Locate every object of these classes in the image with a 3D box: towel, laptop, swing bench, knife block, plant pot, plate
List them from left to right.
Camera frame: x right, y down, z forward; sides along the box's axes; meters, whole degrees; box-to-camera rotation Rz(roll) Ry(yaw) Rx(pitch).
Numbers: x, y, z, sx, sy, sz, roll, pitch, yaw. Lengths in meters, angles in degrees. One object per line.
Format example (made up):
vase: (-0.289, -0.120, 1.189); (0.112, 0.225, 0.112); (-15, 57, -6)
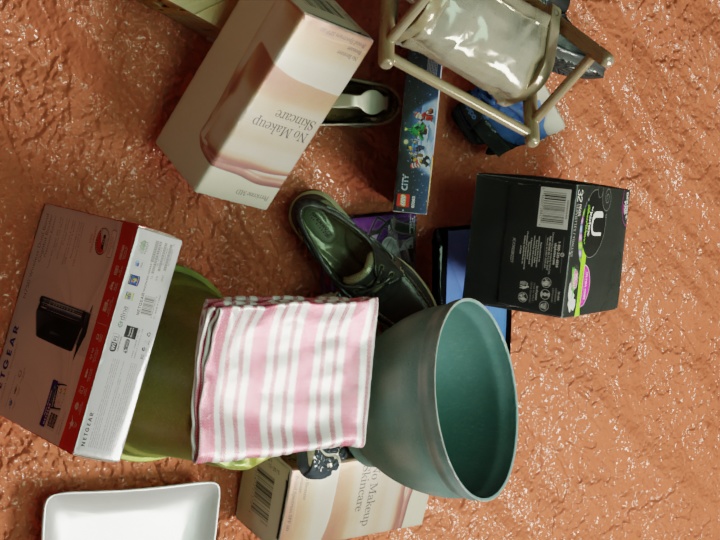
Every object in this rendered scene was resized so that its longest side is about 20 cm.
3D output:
plate: (-0.238, 0.311, 1.424); (0.198, 0.032, 0.202); (2, 97, -38)
plant pot: (-0.153, 0.105, 1.358); (0.199, 0.183, 0.203); (-8, 103, -38)
knife block: (-0.133, -0.318, 1.374); (0.199, 0.064, 0.177); (23, 83, -38)
towel: (-0.064, 0.097, 1.290); (0.199, 0.030, 0.148); (0, 99, -39)
plant pot: (0.061, 0.135, 1.450); (0.200, 0.133, 0.202); (24, 62, -58)
laptop: (0.130, 0.044, 1.621); (0.102, 0.200, 0.179); (1, 99, 1)
swing bench: (0.113, -0.258, 1.370); (0.198, 0.201, 0.130); (24, 124, -31)

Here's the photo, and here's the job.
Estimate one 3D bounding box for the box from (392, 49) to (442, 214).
box: (0.063, -0.164, 1.518); (0.037, 0.137, 0.202); (6, 95, 2)

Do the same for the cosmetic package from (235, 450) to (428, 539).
cosmetic package: (-0.024, 0.227, 1.534); (0.199, 0.087, 0.104); (-4, 112, -38)

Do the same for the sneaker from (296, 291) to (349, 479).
sneaker: (-0.055, 0.122, 1.474); (0.078, 0.085, 0.202); (54, 34, -54)

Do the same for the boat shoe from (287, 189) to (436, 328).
boat shoe: (0.000, -0.001, 1.489); (0.072, 0.066, 0.201); (-43, 97, 10)

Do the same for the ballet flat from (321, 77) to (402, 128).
ballet flat: (-0.038, -0.179, 1.472); (0.199, 0.067, 0.069); (-5, 102, -37)

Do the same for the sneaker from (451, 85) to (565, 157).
sneaker: (0.147, -0.195, 1.578); (0.110, 0.077, 0.200); (-26, 148, 10)

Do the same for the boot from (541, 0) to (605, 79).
boot: (0.245, -0.340, 1.676); (0.164, 0.065, 0.202); (15, 85, -41)

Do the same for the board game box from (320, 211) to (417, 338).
board game box: (0.009, 0.038, 1.576); (0.119, 0.032, 0.202); (-7, 102, -33)

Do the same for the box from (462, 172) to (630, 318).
box: (0.215, -0.030, 1.622); (0.200, 0.123, 0.150); (-2, 100, -63)

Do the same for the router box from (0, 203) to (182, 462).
router box: (-0.250, 0.051, 1.274); (0.049, 0.179, 0.202); (17, 87, -39)

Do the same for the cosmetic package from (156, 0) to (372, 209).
cosmetic package: (-0.092, -0.169, 1.352); (0.103, 0.087, 0.201); (10, 121, -47)
